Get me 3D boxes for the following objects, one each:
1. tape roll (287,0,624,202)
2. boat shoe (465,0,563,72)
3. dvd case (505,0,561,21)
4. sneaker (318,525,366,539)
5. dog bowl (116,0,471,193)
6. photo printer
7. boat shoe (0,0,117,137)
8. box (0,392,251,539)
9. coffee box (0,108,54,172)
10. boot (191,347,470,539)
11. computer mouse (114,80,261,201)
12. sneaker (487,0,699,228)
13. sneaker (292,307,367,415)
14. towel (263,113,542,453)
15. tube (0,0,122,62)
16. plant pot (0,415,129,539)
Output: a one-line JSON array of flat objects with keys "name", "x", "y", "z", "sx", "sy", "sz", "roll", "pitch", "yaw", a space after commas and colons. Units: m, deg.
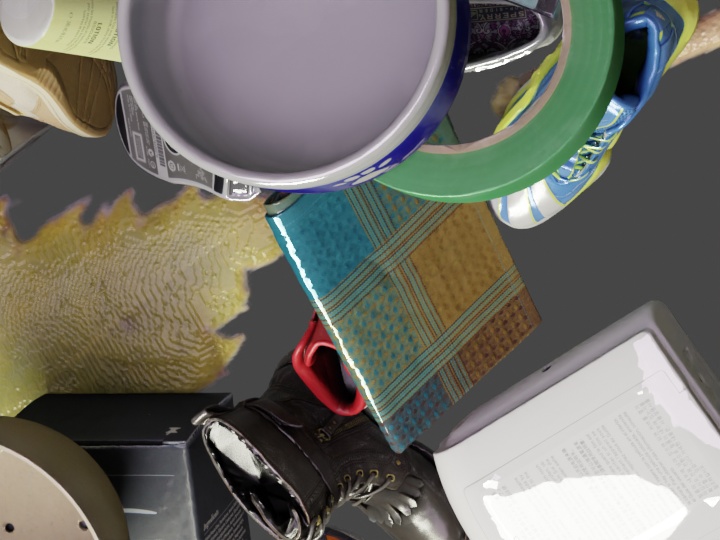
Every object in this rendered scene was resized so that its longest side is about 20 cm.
[{"name": "tape roll", "x": 0.057, "y": -0.142, "z": 1.600, "sx": 0.200, "sy": 0.048, "sz": 0.201, "roll": -1, "pitch": 87, "yaw": 13}, {"name": "boat shoe", "x": 0.032, "y": -0.149, "z": 1.696, "sx": 0.200, "sy": 0.069, "sz": 0.072, "roll": -1, "pitch": 107, "yaw": 16}, {"name": "dvd case", "x": 0.057, "y": -0.256, "z": 1.642, "sx": 0.200, "sy": 0.022, "sz": 0.146, "roll": 23, "pitch": 92, "yaw": 12}, {"name": "sneaker", "x": 0.008, "y": 0.274, "z": 1.818, "sx": 0.078, "sy": 0.112, "sz": 0.200, "roll": -31, "pitch": 97, "yaw": 22}, {"name": "dog bowl", "x": -0.038, "y": -0.145, "z": 1.559, "sx": 0.200, "sy": 0.079, "sz": 0.201, "roll": -1, "pitch": 87, "yaw": 13}, {"name": "photo printer", "x": 0.159, "y": 0.136, "z": 1.753, "sx": 0.200, "sy": 0.069, "sz": 0.167, "roll": -34, "pitch": 96, "yaw": 23}, {"name": "boat shoe", "x": -0.223, "y": -0.139, "z": 1.717, "sx": 0.069, "sy": 0.200, "sz": 0.074, "roll": 2, "pitch": 73, "yaw": 22}, {"name": "box", "x": -0.159, "y": 0.192, "z": 1.842, "sx": 0.148, "sy": 0.104, "sz": 0.200, "roll": 0, "pitch": 107, "yaw": 16}, {"name": "coffee box", "x": -0.305, "y": -0.145, "z": 1.769, "sx": 0.080, "sy": 0.114, "sz": 0.200, "roll": -38, "pitch": 94, "yaw": 24}, {"name": "boot", "x": -0.019, "y": 0.145, "z": 1.749, "sx": 0.200, "sy": 0.174, "sz": 0.069, "roll": 45, "pitch": 113, "yaw": -2}, {"name": "computer mouse", "x": -0.086, "y": -0.086, "z": 1.732, "sx": 0.200, "sy": 0.044, "sz": 0.110, "roll": 23, "pitch": 131, "yaw": 43}, {"name": "sneaker", "x": 0.134, "y": -0.101, "z": 1.663, "sx": 0.076, "sy": 0.105, "sz": 0.200, "roll": 34, "pitch": 113, "yaw": 3}, {"name": "sneaker", "x": 0.000, "y": 0.000, "z": 1.728, "sx": 0.078, "sy": 0.116, "sz": 0.200, "roll": -2, "pitch": 108, "yaw": 16}, {"name": "towel", "x": 0.029, "y": -0.003, "z": 1.693, "sx": 0.022, "sy": 0.147, "sz": 0.200, "roll": 15, "pitch": 139, "yaw": 52}, {"name": "tube", "x": -0.138, "y": -0.159, "z": 1.685, "sx": 0.058, "sy": 0.200, "sz": 0.052, "roll": -13, "pitch": 80, "yaw": 39}, {"name": "plant pot", "x": -0.230, "y": 0.175, "z": 1.728, "sx": 0.200, "sy": 0.134, "sz": 0.201, "roll": 5, "pitch": 109, "yaw": 16}]
